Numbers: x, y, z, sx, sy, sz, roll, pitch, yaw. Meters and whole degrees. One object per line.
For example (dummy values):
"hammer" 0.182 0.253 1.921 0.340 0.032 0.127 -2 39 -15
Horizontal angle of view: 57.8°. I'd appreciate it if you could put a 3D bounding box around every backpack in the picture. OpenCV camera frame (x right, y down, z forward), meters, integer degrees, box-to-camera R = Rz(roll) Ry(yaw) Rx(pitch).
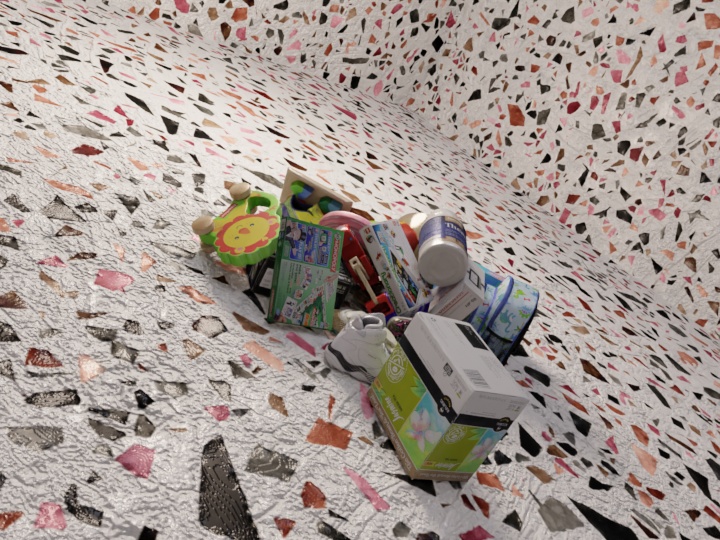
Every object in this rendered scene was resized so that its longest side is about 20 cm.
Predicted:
"backpack" 0.319 0.111 1.525 0.146 0.201 0.183 31 24 4

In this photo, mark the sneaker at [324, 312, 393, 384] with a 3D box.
"sneaker" 0.041 0.154 1.222 0.199 0.115 0.075 24 24 -13

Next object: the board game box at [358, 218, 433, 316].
"board game box" 0.080 -0.011 1.411 0.126 0.034 0.201 -16 81 -56

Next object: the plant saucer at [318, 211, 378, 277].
"plant saucer" -0.019 -0.049 1.518 0.199 0.201 0.051 30 57 2

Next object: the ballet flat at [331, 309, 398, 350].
"ballet flat" 0.009 0.121 1.317 0.199 0.066 0.070 33 26 10

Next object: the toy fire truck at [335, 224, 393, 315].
"toy fire truck" 0.000 0.000 1.381 0.201 0.048 0.141 60 4 -8

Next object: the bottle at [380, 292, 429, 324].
"bottle" 0.105 0.082 1.487 0.065 0.084 0.199 40 24 25

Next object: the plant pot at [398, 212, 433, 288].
"plant pot" 0.143 -0.025 1.657 0.199 0.201 0.135 31 51 6

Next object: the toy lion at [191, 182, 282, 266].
"toy lion" -0.227 -0.089 1.323 0.190 0.069 0.200 13 47 29

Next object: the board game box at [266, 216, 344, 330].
"board game box" -0.105 0.008 1.274 0.134 0.202 0.029 13 -9 -35

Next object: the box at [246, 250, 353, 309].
"box" -0.136 -0.007 1.384 0.199 0.087 0.164 17 26 -27

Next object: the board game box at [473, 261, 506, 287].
"board game box" 0.316 0.079 1.650 0.199 0.153 0.045 25 23 -7

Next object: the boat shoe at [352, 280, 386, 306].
"boat shoe" 0.059 0.046 1.526 0.072 0.068 0.199 43 26 30

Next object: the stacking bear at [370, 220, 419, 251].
"stacking bear" 0.048 -0.072 1.583 0.199 0.115 0.121 0 2 38

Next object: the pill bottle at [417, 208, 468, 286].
"pill bottle" 0.188 -0.061 1.487 0.110 0.111 0.201 25 31 -9

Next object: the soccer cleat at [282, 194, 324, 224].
"soccer cleat" -0.110 -0.119 1.649 0.199 0.084 0.065 31 23 5

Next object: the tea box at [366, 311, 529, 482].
"tea box" 0.139 0.214 1.106 0.133 0.198 0.200 14 26 -33

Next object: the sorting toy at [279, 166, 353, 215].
"sorting toy" -0.121 -0.172 1.685 0.184 0.200 0.037 28 67 -2

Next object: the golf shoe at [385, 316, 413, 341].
"golf shoe" 0.114 0.136 1.398 0.199 0.073 0.092 27 11 -44

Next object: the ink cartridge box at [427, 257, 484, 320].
"ink cartridge box" 0.220 0.058 1.485 0.068 0.116 0.200 42 25 -7
